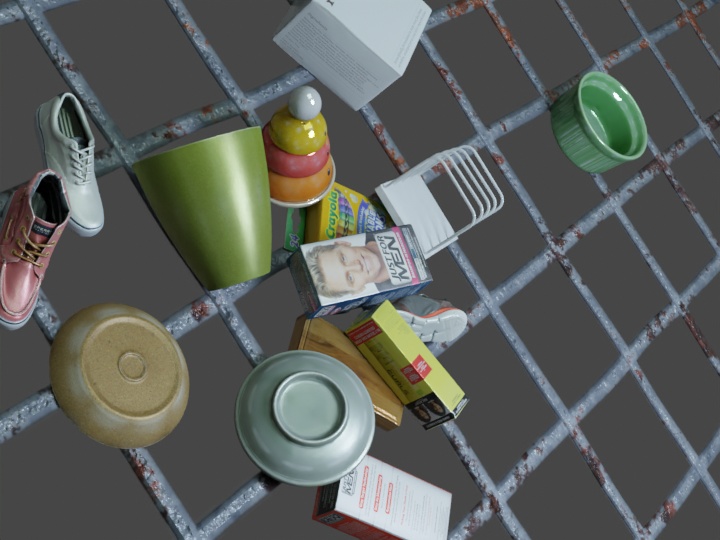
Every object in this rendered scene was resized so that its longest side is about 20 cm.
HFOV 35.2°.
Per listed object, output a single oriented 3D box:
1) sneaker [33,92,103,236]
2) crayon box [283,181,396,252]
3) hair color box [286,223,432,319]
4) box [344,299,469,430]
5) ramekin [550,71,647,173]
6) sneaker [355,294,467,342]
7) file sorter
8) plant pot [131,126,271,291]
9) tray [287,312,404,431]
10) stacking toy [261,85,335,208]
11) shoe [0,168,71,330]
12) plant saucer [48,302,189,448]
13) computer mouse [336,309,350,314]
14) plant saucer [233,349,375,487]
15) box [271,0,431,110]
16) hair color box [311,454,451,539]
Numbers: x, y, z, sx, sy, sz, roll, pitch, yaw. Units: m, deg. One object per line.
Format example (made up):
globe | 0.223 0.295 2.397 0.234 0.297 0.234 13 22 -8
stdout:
sneaker | -0.387 -0.145 1.519 0.073 0.071 0.200 -12 76 -43
crayon box | -0.021 -0.063 1.798 0.200 0.052 0.126 22 55 -30
hair color box | 0.000 0.000 1.704 0.200 0.061 0.100 -13 74 -30
box | 0.070 0.143 1.702 0.200 0.075 0.050 52 46 -7
ramekin | 0.481 -0.296 2.311 0.200 0.098 0.200 19 57 -32
sneaker | 0.070 0.075 1.807 0.200 0.077 0.082 3 35 -32
file sorter | 0.137 -0.119 1.866 0.139 0.124 0.200 58 23 1
plant pot | -0.200 -0.079 1.588 0.187 0.187 0.200 -22 98 -44
tray | -0.017 0.152 1.699 0.200 0.037 0.099 31 51 -23
stacking toy | -0.094 -0.199 1.687 0.146 0.200 0.146 6 60 -10
shoe | -0.417 -0.030 1.418 0.071 0.091 0.200 21 56 -31
plant saucer | -0.302 0.129 1.471 0.200 0.035 0.200 20 56 -32
computer mouse | 0.013 0.028 1.749 0.200 0.034 0.059 -12 88 -23
plant saucer | -0.073 0.196 1.568 0.200 0.050 0.200 6 62 -11
box | -0.012 -0.422 1.941 0.200 0.131 0.199 39 49 -18
hair color box | 0.034 0.337 1.626 0.200 0.061 0.102 30 52 -26
